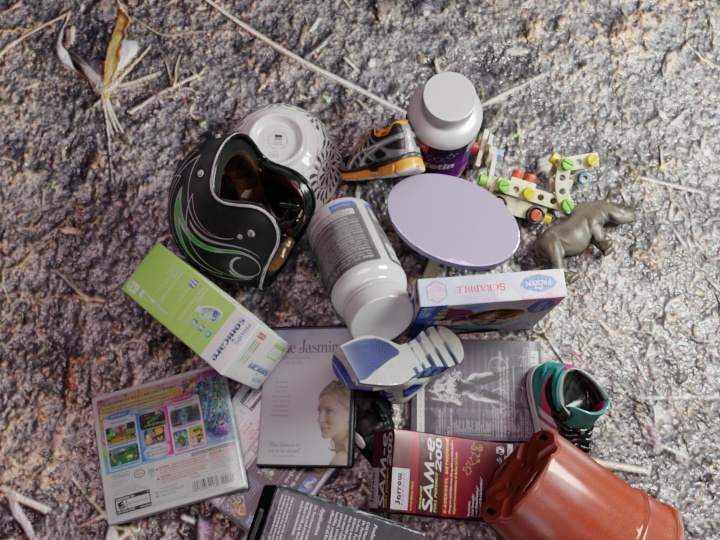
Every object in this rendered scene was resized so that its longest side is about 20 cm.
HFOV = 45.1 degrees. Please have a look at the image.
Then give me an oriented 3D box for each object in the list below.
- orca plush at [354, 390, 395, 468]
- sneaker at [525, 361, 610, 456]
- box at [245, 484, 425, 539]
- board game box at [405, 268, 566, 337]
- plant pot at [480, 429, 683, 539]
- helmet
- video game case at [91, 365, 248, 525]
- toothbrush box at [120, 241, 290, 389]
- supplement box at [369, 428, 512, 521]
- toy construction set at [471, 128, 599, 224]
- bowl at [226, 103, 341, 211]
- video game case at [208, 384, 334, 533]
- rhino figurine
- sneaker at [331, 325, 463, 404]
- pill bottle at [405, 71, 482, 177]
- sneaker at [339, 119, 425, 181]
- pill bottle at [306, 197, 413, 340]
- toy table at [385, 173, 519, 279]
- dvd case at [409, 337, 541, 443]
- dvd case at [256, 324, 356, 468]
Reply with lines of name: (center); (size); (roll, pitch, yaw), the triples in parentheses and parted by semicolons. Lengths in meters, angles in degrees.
orca plush: (0.013, 0.224, 1.218); (0.104, 0.071, 0.202); (-1, 63, -19)
sneaker: (0.304, 0.220, 1.215); (0.083, 0.121, 0.203); (-10, 78, -21)
box: (-0.044, 0.361, 1.110); (0.194, 0.200, 0.125); (21, 74, -6)
board game box: (0.169, 0.050, 1.228); (0.197, 0.200, 0.042); (-4, 74, -3)
plant pot: (0.275, 0.325, 1.129); (0.195, 0.201, 0.201); (40, 75, -3)
helmet: (-0.179, -0.086, 1.227); (0.189, 0.200, 0.201); (31, 74, 4)
video game case: (-0.271, 0.243, 1.225); (0.197, 0.024, 0.184); (-15, 68, -1)
toothbrush box: (-0.213, 0.066, 1.213); (0.199, 0.146, 0.086); (38, 85, 20)
supplement box: (0.113, 0.282, 1.187); (0.198, 0.061, 0.110); (12, 71, -26)
toy construction set: (0.258, -0.145, 1.346); (0.198, 0.092, 0.133); (18, 98, 11)
bowl: (-0.128, -0.184, 1.341); (0.198, 0.094, 0.204); (0, 73, -1)
video game case: (-0.133, 0.264, 1.243); (0.181, 0.023, 0.201); (36, 74, 8)
rhino figurine: (0.353, -0.061, 1.341); (0.199, 0.060, 0.088); (-36, 67, -15)
sneaker: (0.044, 0.147, 1.213); (0.197, 0.116, 0.081); (-6, 55, -36)
pill bottle: (0.120, -0.213, 1.304); (0.111, 0.200, 0.114); (1, 73, -2)
sneaker: (0.030, -0.175, 1.299); (0.077, 0.199, 0.078); (-11, 96, -32)
pill bottle: (0.000, 0.000, 1.244); (0.112, 0.115, 0.201); (-17, 48, -7)
toy table: (0.131, -0.055, 1.301); (0.199, 0.117, 0.185); (33, 75, 8)
dvd case: (0.171, 0.177, 1.285); (0.197, 0.016, 0.151); (2, 74, -3)
dvd case: (-0.074, 0.177, 1.230); (0.141, 0.018, 0.203); (-3, 71, 16)
